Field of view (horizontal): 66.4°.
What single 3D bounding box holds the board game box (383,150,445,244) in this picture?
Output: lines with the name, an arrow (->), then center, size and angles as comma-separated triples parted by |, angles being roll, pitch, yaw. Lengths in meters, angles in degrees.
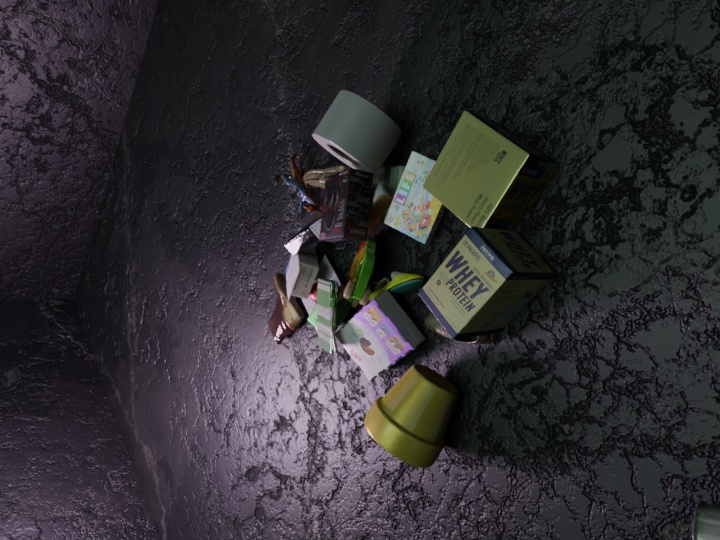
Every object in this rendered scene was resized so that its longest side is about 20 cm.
board game box -> 0.155, -0.186, 1.406 | 0.134, 0.034, 0.201 | 30, 109, 27

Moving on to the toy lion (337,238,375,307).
toy lion -> 0.000, 0.000, 1.507 | 0.200, 0.068, 0.193 | 155, 137, -76

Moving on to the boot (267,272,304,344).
boot -> -0.276, 0.129, 1.853 | 0.166, 0.072, 0.201 | -44, 64, 34

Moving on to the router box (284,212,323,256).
router box -> -0.120, -0.133, 1.640 | 0.200, 0.149, 0.051 | -30, 104, 41

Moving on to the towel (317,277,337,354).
towel -> -0.094, 0.125, 1.546 | 0.152, 0.023, 0.201 | -169, 77, -69

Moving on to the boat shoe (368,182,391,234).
boat shoe -> 0.020, -0.161, 1.505 | 0.200, 0.071, 0.070 | -48, 48, 44

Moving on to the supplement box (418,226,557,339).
supplement box -> 0.275, 0.028, 1.192 | 0.134, 0.199, 0.200 | 54, 124, 30

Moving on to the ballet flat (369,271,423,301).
ballet flat -> 0.088, 0.042, 1.486 | 0.200, 0.067, 0.067 | -38, 54, 41

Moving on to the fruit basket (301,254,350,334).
fruit basket -> -0.108, 0.084, 1.688 | 0.186, 0.093, 0.200 | -59, 36, 27

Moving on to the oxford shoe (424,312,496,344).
oxford shoe -> 0.226, 0.135, 1.332 | 0.199, 0.075, 0.071 | 6, 95, 46

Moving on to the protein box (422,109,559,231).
protein box -> 0.286, -0.211, 1.227 | 0.200, 0.135, 0.199 | 48, 122, 35

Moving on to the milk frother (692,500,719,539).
milk frother -> 0.620, 0.477, 0.838 | 0.188, 0.199, 0.182 | -10, 87, 46

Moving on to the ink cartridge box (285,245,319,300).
ink cartridge box -> -0.180, 0.007, 1.695 | 0.200, 0.068, 0.116 | -107, 36, -62

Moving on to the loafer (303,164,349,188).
loafer -> -0.103, -0.274, 1.672 | 0.199, 0.076, 0.068 | -5, 80, 46

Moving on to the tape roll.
tape roll -> -0.009, -0.360, 1.460 | 0.202, 0.202, 0.139 | 35, 92, 40

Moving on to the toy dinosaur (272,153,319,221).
toy dinosaur -> -0.193, -0.264, 1.765 | 0.181, 0.105, 0.201 | 26, 96, 22

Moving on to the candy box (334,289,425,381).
candy box -> 0.048, 0.177, 1.479 | 0.168, 0.071, 0.200 | 52, 130, 7

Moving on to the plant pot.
plant pot -> 0.139, 0.344, 1.352 | 0.201, 0.200, 0.189 | 37, 101, 40

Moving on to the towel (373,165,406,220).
towel -> 0.064, -0.218, 1.528 | 0.199, 0.023, 0.153 | 17, 102, 44

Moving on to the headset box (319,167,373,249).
headset box -> -0.040, -0.156, 1.460 | 0.148, 0.075, 0.201 | -1, 83, 61
